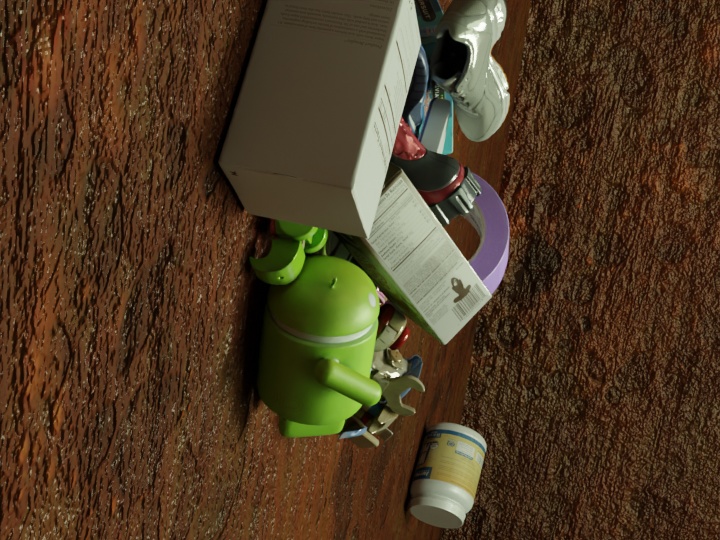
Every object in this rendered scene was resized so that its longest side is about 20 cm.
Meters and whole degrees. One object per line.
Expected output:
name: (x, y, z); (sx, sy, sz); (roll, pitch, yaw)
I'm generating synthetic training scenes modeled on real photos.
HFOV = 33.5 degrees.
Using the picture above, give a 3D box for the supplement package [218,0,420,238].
supplement package: (-0.031, -0.149, 1.049); (0.120, 0.120, 0.201); (69, 35, -70)

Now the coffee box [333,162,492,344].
coffee box: (0.039, -0.029, 1.256); (0.080, 0.114, 0.200); (-44, 125, -7)

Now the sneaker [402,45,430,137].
sneaker: (0.040, -0.208, 1.292); (0.200, 0.073, 0.083); (96, 9, -71)

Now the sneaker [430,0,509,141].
sneaker: (0.109, -0.211, 1.303); (0.092, 0.075, 0.201); (-47, 146, -30)

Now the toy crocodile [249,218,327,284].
toy crocodile: (-0.060, -0.084, 1.153); (0.068, 0.061, 0.202); (56, 42, -76)

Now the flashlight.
flashlight: (0.044, -0.136, 1.217); (0.200, 0.068, 0.068); (51, -1, -28)

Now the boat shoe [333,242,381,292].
boat shoe: (0.000, 0.000, 1.356); (0.200, 0.068, 0.074); (-61, 178, -15)

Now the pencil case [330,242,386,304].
pencil case: (0.016, -0.059, 1.465); (0.087, 0.082, 0.201); (108, -3, -72)

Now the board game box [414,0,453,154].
board game box: (0.070, -0.256, 1.445); (0.201, 0.047, 0.152); (85, -10, -56)

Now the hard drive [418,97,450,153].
hard drive: (0.069, -0.083, 1.397); (0.201, 0.025, 0.132); (97, 9, -49)

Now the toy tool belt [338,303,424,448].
toy tool belt: (0.019, 0.129, 1.382); (0.200, 0.123, 0.125); (-43, -166, 38)

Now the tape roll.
tape roll: (0.095, -0.039, 1.571); (0.066, 0.199, 0.201); (77, 27, -62)

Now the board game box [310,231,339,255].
board game box: (-0.024, -0.131, 1.315); (0.126, 0.034, 0.201); (-56, 155, -61)

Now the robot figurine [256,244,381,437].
robot figurine: (-0.043, 0.073, 1.206); (0.176, 0.115, 0.201); (-113, -153, -55)

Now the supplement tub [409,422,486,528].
supplement tub: (0.193, 0.457, 2.670); (0.145, 0.144, 0.201); (83, 22, -57)
